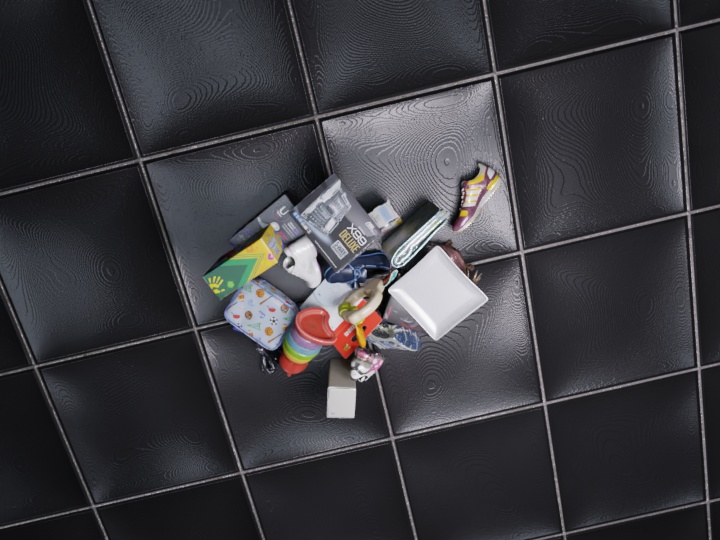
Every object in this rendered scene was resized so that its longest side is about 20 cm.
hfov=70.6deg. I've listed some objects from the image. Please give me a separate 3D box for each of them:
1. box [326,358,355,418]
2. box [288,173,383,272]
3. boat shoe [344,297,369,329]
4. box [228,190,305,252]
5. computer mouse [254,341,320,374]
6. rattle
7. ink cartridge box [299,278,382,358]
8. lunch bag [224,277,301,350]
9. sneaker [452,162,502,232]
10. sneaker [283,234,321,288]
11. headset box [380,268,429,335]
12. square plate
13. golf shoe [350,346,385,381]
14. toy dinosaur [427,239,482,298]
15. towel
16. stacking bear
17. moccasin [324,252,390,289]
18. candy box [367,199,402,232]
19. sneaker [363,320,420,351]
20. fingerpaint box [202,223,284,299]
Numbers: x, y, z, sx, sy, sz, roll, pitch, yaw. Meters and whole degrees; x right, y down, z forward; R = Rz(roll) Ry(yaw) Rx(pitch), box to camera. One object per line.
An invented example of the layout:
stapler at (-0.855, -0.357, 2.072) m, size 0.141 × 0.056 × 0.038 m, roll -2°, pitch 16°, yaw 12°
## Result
box at (-0.056, 0.335, 1.465) m, size 0.077 × 0.200 × 0.096 m, roll 3°, pitch 104°, yaw -3°
box at (-0.061, -0.119, 1.302) m, size 0.157 × 0.050 × 0.200 m, roll -39°, pitch 86°, yaw 5°
boat shoe at (-0.024, 0.140, 1.486) m, size 0.070 × 0.070 × 0.200 m, roll 37°, pitch 101°, yaw -15°
box at (-0.243, -0.108, 1.397) m, size 0.200 × 0.106 × 0.122 m, roll -37°, pitch 104°, yaw 6°
computer mouse at (-0.208, 0.228, 1.514) m, size 0.198 × 0.053 × 0.140 m, roll -11°, pitch 102°, yaw 11°
rattle at (0.048, 0.095, 1.381) m, size 0.200 × 0.130 × 0.143 m, roll -41°, pitch 100°, yaw -19°
ink cartridge box at (-0.061, 0.124, 1.444) m, size 0.160 × 0.047 × 0.200 m, roll -47°, pitch 67°, yaw 9°
lunch bag at (-0.283, 0.123, 1.450) m, size 0.199 × 0.076 × 0.161 m, roll 35°, pitch 100°, yaw 5°
sneaker at (0.302, -0.201, 1.418) m, size 0.090 × 0.075 × 0.201 m, roll 36°, pitch 94°, yaw -2°
sneaker at (-0.164, -0.015, 1.402) m, size 0.099 × 0.075 × 0.201 m, roll -27°, pitch 144°, yaw -16°
headset box at (0.175, 0.097, 1.479) m, size 0.199 × 0.077 × 0.150 m, roll 19°, pitch 102°, yaw -5°
square plate at (0.210, 0.062, 1.388) m, size 0.200 × 0.028 × 0.198 m, roll 46°, pitch 116°, yaw -1°
golf shoe at (0.012, 0.270, 1.459) m, size 0.072 × 0.200 × 0.093 m, roll 23°, pitch 89°, yaw 20°
toy dinosaur at (0.269, -0.013, 1.424) m, size 0.086 × 0.136 × 0.200 m, roll -37°, pitch 102°, yaw 7°
towel at (0.147, -0.101, 1.380) m, size 0.200 × 0.171 × 0.048 m, roll -43°, pitch 104°, yaw 7°
stacking bear at (-0.164, 0.211, 1.414) m, size 0.113 × 0.122 × 0.201 m, roll 7°, pitch 132°, yaw -30°
moccasin at (0.000, 0.000, 1.410) m, size 0.199 × 0.068 × 0.081 m, roll -18°, pitch 148°, yaw -21°
candy box at (0.015, -0.106, 1.387) m, size 0.199 × 0.136 × 0.061 m, roll -34°, pitch 85°, yaw 7°
sneaker at (0.087, 0.196, 1.507) m, size 0.199 × 0.078 × 0.085 m, roll 22°, pitch 145°, yaw -25°
fingerpaint box at (-0.281, -0.029, 1.256) m, size 0.166 × 0.200 × 0.074 m, roll -32°, pitch 104°, yaw 6°
